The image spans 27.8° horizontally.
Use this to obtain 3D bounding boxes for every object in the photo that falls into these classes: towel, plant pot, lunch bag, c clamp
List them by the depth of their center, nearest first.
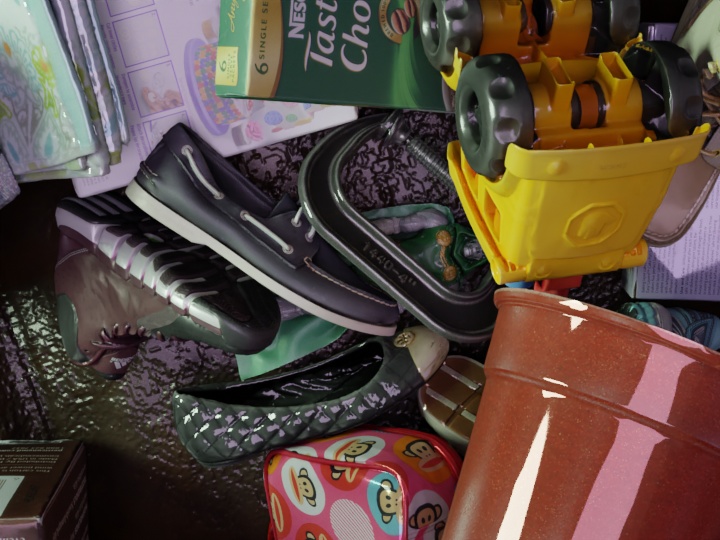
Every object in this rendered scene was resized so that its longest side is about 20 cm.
[{"bbox_3d":[0.141,0.139,0.881,0.199,0.201,0.197,22,83,-5],"label":"plant pot"},{"bbox_3d":[-0.235,-0.152,0.934,0.170,0.048,0.202,-3,106,42],"label":"towel"},{"bbox_3d":[0.058,-0.039,0.984,0.199,0.027,0.171,36,58,-6],"label":"c clamp"},{"bbox_3d":[0.004,0.208,1.012,0.082,0.175,0.202,-22,107,-43],"label":"lunch bag"}]

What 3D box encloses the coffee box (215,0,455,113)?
[{"bbox_3d":[0.003,-0.165,0.935,0.199,0.044,0.124,1,98,-35],"label":"coffee box"}]

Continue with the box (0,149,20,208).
[{"bbox_3d":[-0.343,-0.057,0.927,0.199,0.115,0.133,-19,101,31],"label":"box"}]

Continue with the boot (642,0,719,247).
[{"bbox_3d":[0.221,-0.102,0.898,0.072,0.155,0.201,21,99,-4],"label":"boot"}]

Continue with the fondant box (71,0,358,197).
[{"bbox_3d":[-0.114,-0.147,0.982,0.198,0.058,0.145,-15,101,3],"label":"fondant box"}]

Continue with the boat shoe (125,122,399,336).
[{"bbox_3d":[-0.054,-0.025,0.947,0.199,0.073,0.063,30,97,-3],"label":"boat shoe"}]

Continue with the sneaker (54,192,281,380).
[{"bbox_3d":[-0.138,0.035,0.984,0.199,0.075,0.116,32,116,34],"label":"sneaker"}]

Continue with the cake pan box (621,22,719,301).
[{"bbox_3d":[0.278,-0.077,1.007,0.182,0.052,0.202,0,101,-3],"label":"cake pan box"}]

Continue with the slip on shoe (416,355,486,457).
[{"bbox_3d":[0.125,0.134,1.006,0.199,0.061,0.076,32,77,13],"label":"slip on shoe"}]

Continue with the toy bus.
[{"bbox_3d":[0.111,-0.081,0.916,0.135,0.201,0.193,-8,137,-14],"label":"toy bus"}]

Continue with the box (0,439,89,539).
[{"bbox_3d":[-0.276,0.235,0.996,0.164,0.164,0.202,-1,101,-2],"label":"box"}]

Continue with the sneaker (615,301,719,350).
[{"bbox_3d":[0.223,0.123,1.031,0.085,0.078,0.202,-1,103,-8],"label":"sneaker"}]

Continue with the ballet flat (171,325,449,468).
[{"bbox_3d":[-0.033,0.080,0.998,0.199,0.067,0.057,-21,114,1],"label":"ballet flat"}]

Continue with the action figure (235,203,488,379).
[{"bbox_3d":[0.000,0.000,1.016,0.198,0.055,0.119,-13,102,-1],"label":"action figure"}]
